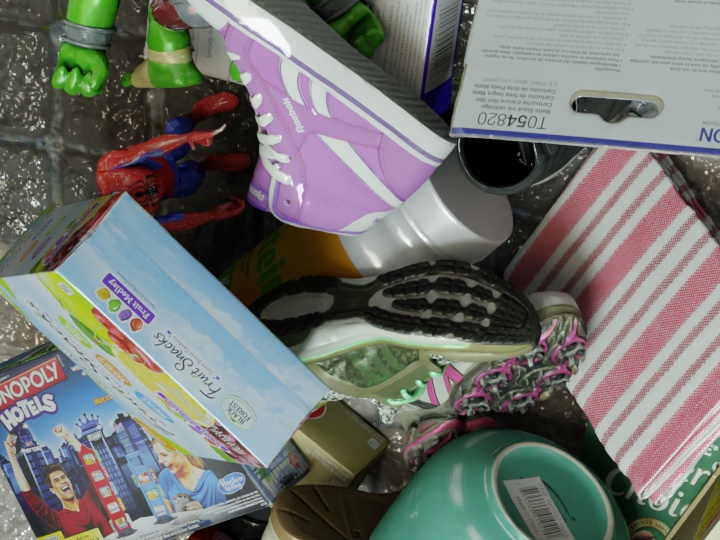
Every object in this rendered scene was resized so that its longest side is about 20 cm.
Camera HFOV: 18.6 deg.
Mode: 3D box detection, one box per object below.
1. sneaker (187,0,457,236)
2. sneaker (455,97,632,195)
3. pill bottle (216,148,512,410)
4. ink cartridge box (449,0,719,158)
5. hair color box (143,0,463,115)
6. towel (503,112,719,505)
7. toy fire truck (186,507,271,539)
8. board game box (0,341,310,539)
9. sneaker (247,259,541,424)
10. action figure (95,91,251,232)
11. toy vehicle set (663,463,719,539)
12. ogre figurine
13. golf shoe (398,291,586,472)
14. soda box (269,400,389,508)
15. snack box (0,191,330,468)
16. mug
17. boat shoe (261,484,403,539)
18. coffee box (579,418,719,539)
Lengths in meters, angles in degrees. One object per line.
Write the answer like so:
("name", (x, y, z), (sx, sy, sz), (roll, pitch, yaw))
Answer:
("sneaker", (-0.049, -0.093, 1.296), (0.200, 0.073, 0.114), (39, 108, -21))
("sneaker", (0.131, -0.117, 1.322), (0.071, 0.099, 0.200), (43, 119, 8))
("pill bottle", (0.000, 0.000, 1.420), (0.200, 0.111, 0.111), (-38, 90, 31))
("ink cartridge box", (0.164, -0.154, 1.264), (0.198, 0.041, 0.202), (7, 72, 24))
("hair color box", (-0.036, -0.170, 1.404), (0.199, 0.065, 0.110), (16, 113, 18))
("towel", (0.175, 0.023, 1.350), (0.147, 0.030, 0.201), (-52, 51, 30))
("toy fire truck", (-0.062, 0.240, 1.484), (0.175, 0.200, 0.129), (26, 118, 15))
("board game box", (-0.164, 0.084, 1.485), (0.199, 0.062, 0.201), (-21, 98, 31))
("sneaker", (0.023, 0.050, 1.339), (0.199, 0.077, 0.089), (-2, 126, 28))
("action figure", (-0.100, -0.067, 1.394), (0.098, 0.200, 0.066), (-7, 106, 24))
("toy vehicle set", (0.221, 0.137, 1.289), (0.026, 0.124, 0.201), (32, 126, 3))
("ogre figurine", (-0.092, -0.174, 1.337), (0.198, 0.098, 0.121), (-1, 105, 24))
("golf shoe", (0.074, 0.053, 1.393), (0.200, 0.072, 0.093), (-46, 49, 52))
("soda box", (-0.082, 0.090, 1.520), (0.200, 0.064, 0.068), (38, 120, 8))
("snack box", (-0.126, 0.037, 1.309), (0.169, 0.068, 0.200), (44, 165, -14))
("mug", (0.107, 0.182, 1.367), (0.184, 0.152, 0.115), (29, 130, -6))
("boat shoe", (0.026, 0.189, 1.459), (0.198, 0.072, 0.065), (8, 130, -22))
("coffee box", (0.196, 0.156, 1.420), (0.122, 0.044, 0.202), (20, 115, 20))
